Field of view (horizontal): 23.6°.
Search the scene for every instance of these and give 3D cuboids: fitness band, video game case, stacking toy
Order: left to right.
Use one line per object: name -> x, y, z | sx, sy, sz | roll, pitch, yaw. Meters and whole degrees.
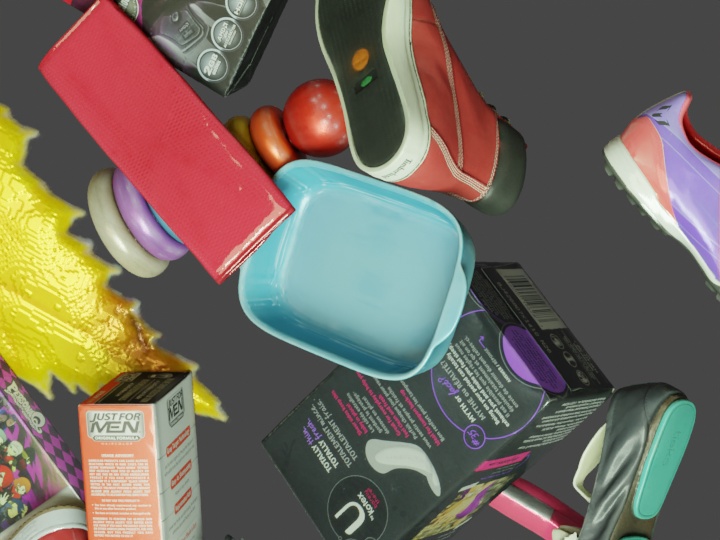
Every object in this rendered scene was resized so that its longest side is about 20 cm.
video game case -> -0.328, 0.151, 1.365 | 0.181, 0.036, 0.200 | -34, 94, 22
stacking toy -> -0.091, -0.075, 1.204 | 0.200, 0.085, 0.086 | -28, 96, 18
fitness band -> 0.108, 0.227, 1.255 | 0.200, 0.037, 0.144 | 33, 116, 6

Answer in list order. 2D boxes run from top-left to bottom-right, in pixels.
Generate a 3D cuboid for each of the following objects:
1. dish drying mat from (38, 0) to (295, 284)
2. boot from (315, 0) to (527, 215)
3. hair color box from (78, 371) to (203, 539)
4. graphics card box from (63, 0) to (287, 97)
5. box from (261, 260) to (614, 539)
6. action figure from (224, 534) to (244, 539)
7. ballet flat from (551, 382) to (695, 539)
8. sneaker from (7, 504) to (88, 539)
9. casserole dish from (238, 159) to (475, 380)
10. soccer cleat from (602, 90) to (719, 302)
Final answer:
dish drying mat -> -0.133, -0.090, 1.171 | 0.077, 0.018, 0.200 | -43, 83, 12
boot -> 0.048, -0.135, 1.147 | 0.072, 0.144, 0.201 | -29, 59, 36
hair color box -> -0.159, 0.183, 1.275 | 0.061, 0.102, 0.201 | 0, 100, 11
graphics card box -> -0.143, -0.223, 1.187 | 0.200, 0.051, 0.126 | 31, 113, 5
box -> 0.052, 0.101, 1.177 | 0.200, 0.106, 0.122 | -44, 68, 24
action figure -> -0.032, 0.281, 1.271 | 0.199, 0.119, 0.102 | 26, 68, 13
ballet flat -> 0.171, 0.170, 1.179 | 0.073, 0.073, 0.201 | 17, 89, 12
sneaker -> -0.258, 0.280, 1.326 | 0.200, 0.071, 0.113 | -50, 45, 36
casserole dish -> 0.000, 0.000, 1.134 | 0.200, 0.039, 0.122 | 20, 94, 39
soccer cleat -> 0.246, -0.026, 1.119 | 0.073, 0.068, 0.200 | -43, 88, 19
